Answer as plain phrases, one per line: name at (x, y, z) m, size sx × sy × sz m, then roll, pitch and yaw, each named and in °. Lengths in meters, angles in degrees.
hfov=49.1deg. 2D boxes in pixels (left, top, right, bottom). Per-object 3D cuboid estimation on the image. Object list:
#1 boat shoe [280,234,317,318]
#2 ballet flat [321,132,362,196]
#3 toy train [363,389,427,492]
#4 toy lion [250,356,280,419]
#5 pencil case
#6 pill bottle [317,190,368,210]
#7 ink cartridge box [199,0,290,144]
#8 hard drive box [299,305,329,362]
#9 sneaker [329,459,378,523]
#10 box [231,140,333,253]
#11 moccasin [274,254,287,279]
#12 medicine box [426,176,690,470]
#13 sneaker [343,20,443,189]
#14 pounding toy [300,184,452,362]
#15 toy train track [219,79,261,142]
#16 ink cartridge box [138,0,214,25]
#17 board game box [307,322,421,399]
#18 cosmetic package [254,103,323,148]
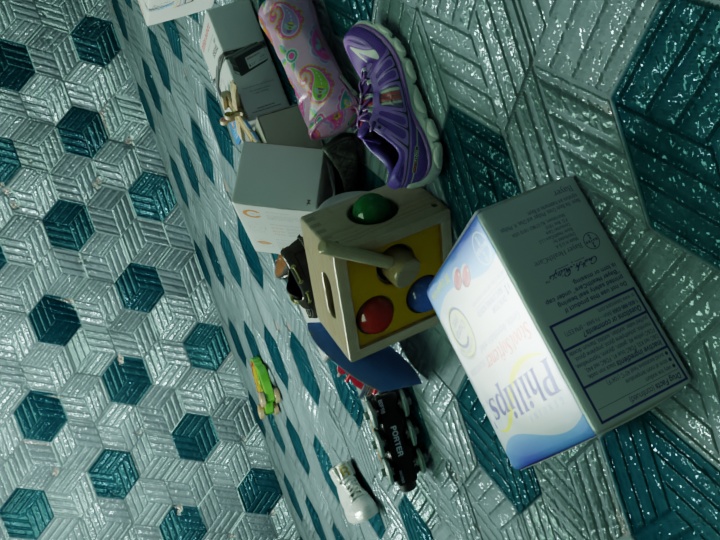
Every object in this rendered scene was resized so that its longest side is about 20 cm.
boat shoe at (-0.087, 0.016, 1.209) m, size 0.072 × 0.060 × 0.203 m, roll 59°, pitch 164°, yaw 30°
ballet flat at (-0.030, -0.119, 1.159) m, size 0.067 × 0.056 × 0.202 m, roll 56°, pitch 158°, yaw 38°
toy train at (0.050, 0.267, 1.321) m, size 0.114 × 0.084 × 0.204 m, roll -139°, pitch 32°, yaw -73°
toy lion at (-0.312, 0.360, 2.517) m, size 0.201 × 0.067 × 0.195 m, roll 108°, pitch 146°, yaw -62°
pencil case at (-0.066, -0.277, 1.059) m, size 0.203 × 0.086 × 0.087 m, roll 65°, pitch 162°, yaw 9°
pill bottle at (0.000, 0.000, 1.118) m, size 0.110 × 0.108 × 0.203 m, roll 46°, pitch 151°, yaw 49°
ink cartridge box at (-0.206, -0.344, 1.382) m, size 0.203 × 0.083 × 0.144 m, roll 69°, pitch 161°, yaw 2°
hard drive box at (-0.047, 0.053, 1.364) m, size 0.158 × 0.076 × 0.200 m, roll 65°, pitch 161°, yaw 13°
sneaker at (-0.025, 0.495, 1.791) m, size 0.117 × 0.073 × 0.200 m, roll 67°, pitch 164°, yaw -4°
box at (-0.110, -0.101, 1.195) m, size 0.200 × 0.122 × 0.099 m, roll 84°, pitch -167°, yaw -72°
moccasin at (-0.133, -0.033, 1.531) m, size 0.201 × 0.072 × 0.079 m, roll 126°, pitch 130°, yaw -72°
medicine box at (0.164, 0.054, 0.712) m, size 0.203 × 0.101 × 0.183 m, roll 64°, pitch 162°, yaw 17°
sneaker at (0.024, -0.187, 0.886) m, size 0.203 × 0.082 × 0.081 m, roll 67°, pitch 162°, yaw 10°
pounding toy at (0.019, -0.007, 0.934) m, size 0.142 × 0.181 × 0.203 m, roll 45°, pitch 151°, yaw 50°
toy train track at (-0.197, -0.230, 1.284) m, size 0.201 × 0.032 × 0.116 m, roll 55°, pitch 157°, yaw 40°
ink cartridge box at (-0.347, -0.570, 1.447) m, size 0.150 × 0.142 × 0.200 m, roll 70°, pitch 162°, yaw -3°
board game box at (-0.003, 0.138, 1.166) m, size 0.157 × 0.199 × 0.039 m, roll 39°, pitch 106°, yaw 25°
cosmetic package at (-0.127, -0.181, 1.323) m, size 0.200 × 0.086 × 0.105 m, roll 127°, pitch 121°, yaw -70°
